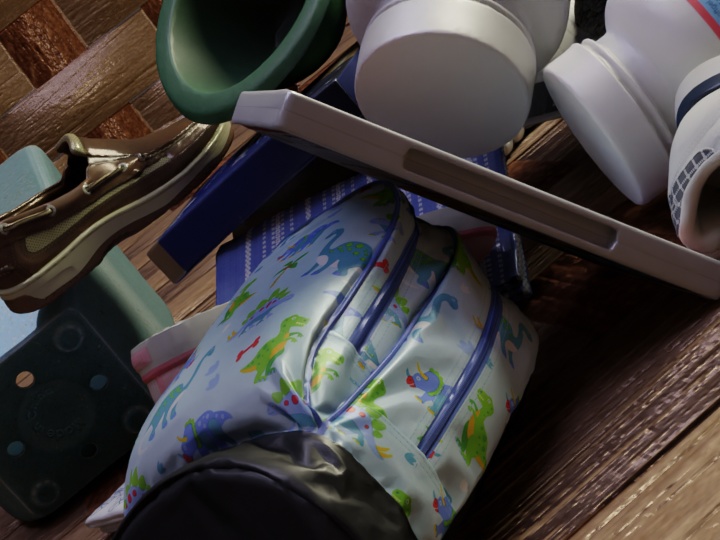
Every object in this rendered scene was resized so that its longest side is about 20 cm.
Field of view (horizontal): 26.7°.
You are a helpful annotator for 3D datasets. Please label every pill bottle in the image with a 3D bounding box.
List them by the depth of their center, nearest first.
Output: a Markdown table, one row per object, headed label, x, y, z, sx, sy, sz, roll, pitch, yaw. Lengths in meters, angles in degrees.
| label | x | y | z | sx | sy | sz | roll | pitch | yaw |
| --- | --- | --- | --- | --- | --- | --- | --- | --- | --- |
| pill bottle | 0.191 | -0.125 | 0.739 | 0.199 | 0.109 | 0.109 | -37 | 12 | 1 |
| pill bottle | 0.055 | -0.164 | 0.810 | 0.119 | 0.119 | 0.202 | -27 | 40 | 40 |

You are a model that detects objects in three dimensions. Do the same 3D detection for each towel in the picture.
| label | x | y | z | sx | sy | sz | roll | pitch | yaw |
| --- | --- | --- | --- | --- | --- | --- | --- | --- | --- |
| towel | 0.000 | 0.000 | 0.860 | 0.199 | 0.024 | 0.146 | -25 | 42 | 19 |

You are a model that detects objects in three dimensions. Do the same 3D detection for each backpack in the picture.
| label | x | y | z | sx | sy | sz | roll | pitch | yaw |
| --- | --- | --- | --- | --- | --- | --- | --- | --- | --- |
| backpack | -0.008 | 0.059 | 0.617 | 0.199 | 0.154 | 0.163 | -32 | -3 | -44 |

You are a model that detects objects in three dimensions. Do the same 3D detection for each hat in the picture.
| label | x | y | z | sx | sy | sz | roll | pitch | yaw |
| --- | --- | --- | --- | --- | --- | --- | --- | --- | --- |
| hat | -0.023 | -0.149 | 1.008 | 0.166 | 0.175 | 0.200 | -52 | 42 | 13 |

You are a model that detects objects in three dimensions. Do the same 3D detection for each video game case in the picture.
| label | x | y | z | sx | sy | sz | roll | pitch | yaw |
| --- | --- | --- | --- | --- | --- | --- | --- | --- | --- |
| video game case | 0.045 | -0.036 | 0.666 | 0.143 | 0.198 | 0.018 | -152 | 83 | -77 |

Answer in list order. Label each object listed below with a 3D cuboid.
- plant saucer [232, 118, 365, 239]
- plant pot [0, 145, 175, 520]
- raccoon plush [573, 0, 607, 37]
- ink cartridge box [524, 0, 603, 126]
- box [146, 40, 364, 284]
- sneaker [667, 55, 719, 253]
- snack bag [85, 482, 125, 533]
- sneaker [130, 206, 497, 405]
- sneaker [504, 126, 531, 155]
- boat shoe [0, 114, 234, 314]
| label | x | y | z | sx | sy | sz | roll | pitch | yaw |
| --- | --- | --- | --- | --- | --- | --- | --- | --- | --- |
| plant saucer | -0.025 | -0.090 | 1.064 | 0.200 | 0.032 | 0.200 | -42 | 15 | 14 |
| plant pot | -0.240 | 0.066 | 1.109 | 0.196 | 0.196 | 0.200 | -38 | 31 | -5 |
| raccoon plush | 0.190 | -0.172 | 0.823 | 0.132 | 0.098 | 0.200 | 4 | 8 | 0 |
| ink cartridge box | 0.118 | -0.175 | 0.951 | 0.198 | 0.044 | 0.198 | -16 | 46 | -28 |
| box | -0.043 | -0.082 | 0.948 | 0.200 | 0.032 | 0.121 | -39 | 11 | 21 |
| sneaker | 0.210 | -0.070 | 0.612 | 0.199 | 0.076 | 0.081 | -33 | 24 | 41 |
| snack bag | -0.061 | 0.085 | 0.899 | 0.189 | 0.021 | 0.199 | -45 | 14 | -30 |
| sneaker | -0.005 | 0.045 | 0.758 | 0.199 | 0.105 | 0.075 | -24 | -7 | -17 |
| sneaker | 0.096 | -0.142 | 1.120 | 0.080 | 0.089 | 0.200 | -24 | 17 | 52 |
| boat shoe | -0.169 | -0.061 | 1.005 | 0.202 | 0.075 | 0.074 | -44 | 23 | -30 |
